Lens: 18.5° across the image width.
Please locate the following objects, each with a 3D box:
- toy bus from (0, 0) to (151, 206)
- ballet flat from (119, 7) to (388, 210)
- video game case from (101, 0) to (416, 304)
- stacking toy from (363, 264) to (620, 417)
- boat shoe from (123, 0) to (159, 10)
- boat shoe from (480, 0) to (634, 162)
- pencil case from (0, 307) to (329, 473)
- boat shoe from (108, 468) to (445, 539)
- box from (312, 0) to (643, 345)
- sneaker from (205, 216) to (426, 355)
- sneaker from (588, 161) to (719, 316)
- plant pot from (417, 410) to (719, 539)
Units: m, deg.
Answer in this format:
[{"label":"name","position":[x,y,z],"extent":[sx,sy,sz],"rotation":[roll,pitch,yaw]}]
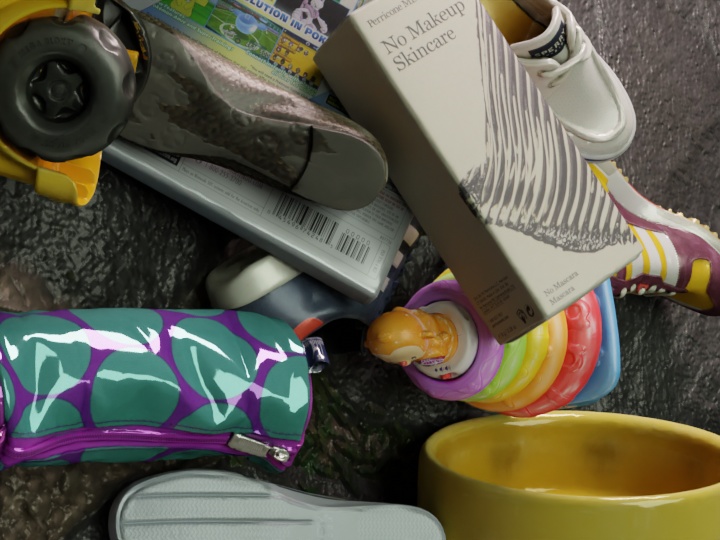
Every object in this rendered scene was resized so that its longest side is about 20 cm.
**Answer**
[{"label":"toy bus","position":[-0.190,-0.152,1.087],"extent":[0.191,0.136,0.201],"rotation":[14,104,-3]},{"label":"ballet flat","position":[-0.076,-0.089,1.210],"extent":[0.199,0.046,0.068],"rotation":[22,107,-7]},{"label":"video game case","position":[-0.045,-0.105,1.259],"extent":[0.199,0.022,0.183],"rotation":[29,67,-9]},{"label":"stacking toy","position":[0.064,0.037,1.297],"extent":[0.200,0.115,0.111],"rotation":[-3,86,-60]},{"label":"boat shoe","position":[-0.136,-0.187,1.211],"extent":[0.199,0.071,0.070],"rotation":[-23,61,-21]},{"label":"boat shoe","position":[0.104,-0.137,1.356],"extent":[0.200,0.070,0.071],"rotation":[43,75,-21]},{"label":"pencil case","position":[-0.120,0.066,1.166],"extent":[0.199,0.085,0.093],"rotation":[1,42,-33]},{"label":"boat shoe","position":[-0.050,0.155,1.242],"extent":[0.199,0.062,0.073],"rotation":[10,77,-22]},{"label":"box","position":[0.065,-0.066,1.236],"extent":[0.082,0.068,0.201],"rotation":[-34,88,-25]},{"label":"sneaker","position":[0.000,0.000,1.309],"extent":[0.199,0.075,0.085],"rotation":[-31,103,-30]},{"label":"sneaker","position":[0.171,-0.005,1.465],"extent":[0.199,0.075,0.091],"rotation":[33,62,-24]},{"label":"plant pot","position":[0.132,0.199,1.328],"extent":[0.200,0.200,0.190],"rotation":[-8,103,-42]}]
